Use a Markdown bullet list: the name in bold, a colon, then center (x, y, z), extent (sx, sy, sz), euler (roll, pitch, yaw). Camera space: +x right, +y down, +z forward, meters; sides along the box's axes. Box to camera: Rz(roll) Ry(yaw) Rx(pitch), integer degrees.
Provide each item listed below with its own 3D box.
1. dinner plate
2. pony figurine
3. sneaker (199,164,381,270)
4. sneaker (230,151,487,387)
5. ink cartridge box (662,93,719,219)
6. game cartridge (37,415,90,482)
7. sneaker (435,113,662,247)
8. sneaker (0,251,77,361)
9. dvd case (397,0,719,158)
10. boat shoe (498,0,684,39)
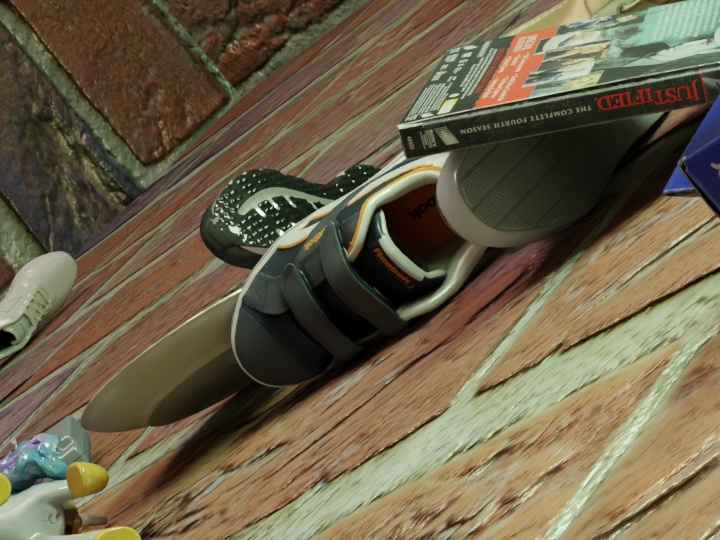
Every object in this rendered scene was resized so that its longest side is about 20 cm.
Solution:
- **dinner plate**: center (-0.078, 0.049, 1.587), extent (0.200, 0.024, 0.200), euler (-33, -11, -7)
- **pony figurine**: center (-0.227, 0.156, 1.511), extent (0.192, 0.168, 0.200), euler (-9, -4, -15)
- **sneaker**: center (-0.037, -0.014, 1.635), extent (0.080, 0.074, 0.200), euler (-47, -22, 25)
- **sneaker**: center (0.000, 0.000, 1.446), extent (0.200, 0.078, 0.080), euler (-44, 15, 20)
- **ink cartridge box**: center (0.197, -0.071, 0.919), extent (0.200, 0.076, 0.137), euler (-37, 8, 34)
- **game cartridge**: center (-0.271, 0.185, 1.876), extent (0.200, 0.041, 0.133), euler (-41, 11, 0)
- **sneaker**: center (0.093, -0.057, 1.374), extent (0.071, 0.073, 0.200), euler (-34, 0, 42)
- **sneaker**: center (-0.405, 0.057, 3.154), extent (0.200, 0.071, 0.080), euler (-46, 24, -19)
- **dvd case**: center (0.127, -0.101, 1.295), extent (0.199, 0.022, 0.146), euler (-11, 17, 15)
- **boat shoe**: center (0.149, -0.159, 1.480), extent (0.199, 0.065, 0.071), euler (-28, 27, -6)
